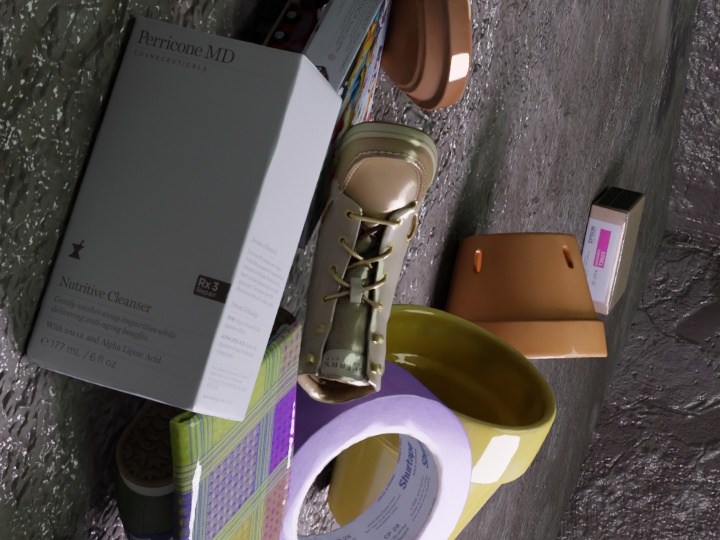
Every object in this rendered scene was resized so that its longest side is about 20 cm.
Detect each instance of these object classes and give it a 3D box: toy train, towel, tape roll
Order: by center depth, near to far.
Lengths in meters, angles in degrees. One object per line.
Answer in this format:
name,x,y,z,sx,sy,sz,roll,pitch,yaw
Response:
towel,-0.085,0.144,0.849,0.144,0.023,0.202,-44,148,-51
toy train,-0.051,-0.156,0.870,0.034,0.045,0.201,79,31,-53
tape roll,-0.008,0.174,1.057,0.198,0.066,0.203,-15,121,-27

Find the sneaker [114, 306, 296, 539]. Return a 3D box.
sneaker,-0.107,0.108,0.892,0.200,0.066,0.091,-52,159,-51

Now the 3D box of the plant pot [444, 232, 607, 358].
plant pot,0.184,0.032,1.514,0.200,0.197,0.142,13,76,-72

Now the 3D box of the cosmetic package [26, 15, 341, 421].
cosmetic package,-0.096,-0.028,0.736,0.081,0.111,0.203,29,75,-71

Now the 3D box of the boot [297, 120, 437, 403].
boot,0.000,0.000,0.908,0.200,0.072,0.157,119,-18,-66

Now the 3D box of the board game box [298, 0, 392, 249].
board game box,-0.023,-0.112,0.917,0.200,0.034,0.127,103,12,-68

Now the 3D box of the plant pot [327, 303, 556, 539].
plant pot,0.059,0.164,1.246,0.190,0.199,0.201,-65,167,23

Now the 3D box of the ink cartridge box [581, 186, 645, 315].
ink cartridge box,0.464,-0.040,2.442,0.165,0.074,0.203,-32,134,-63

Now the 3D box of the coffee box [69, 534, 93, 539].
coffee box,-0.185,0.261,0.740,0.200,0.079,0.116,-47,147,-56

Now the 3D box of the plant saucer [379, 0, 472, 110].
plant saucer,0.025,-0.209,0.907,0.200,0.032,0.203,164,-90,-79
